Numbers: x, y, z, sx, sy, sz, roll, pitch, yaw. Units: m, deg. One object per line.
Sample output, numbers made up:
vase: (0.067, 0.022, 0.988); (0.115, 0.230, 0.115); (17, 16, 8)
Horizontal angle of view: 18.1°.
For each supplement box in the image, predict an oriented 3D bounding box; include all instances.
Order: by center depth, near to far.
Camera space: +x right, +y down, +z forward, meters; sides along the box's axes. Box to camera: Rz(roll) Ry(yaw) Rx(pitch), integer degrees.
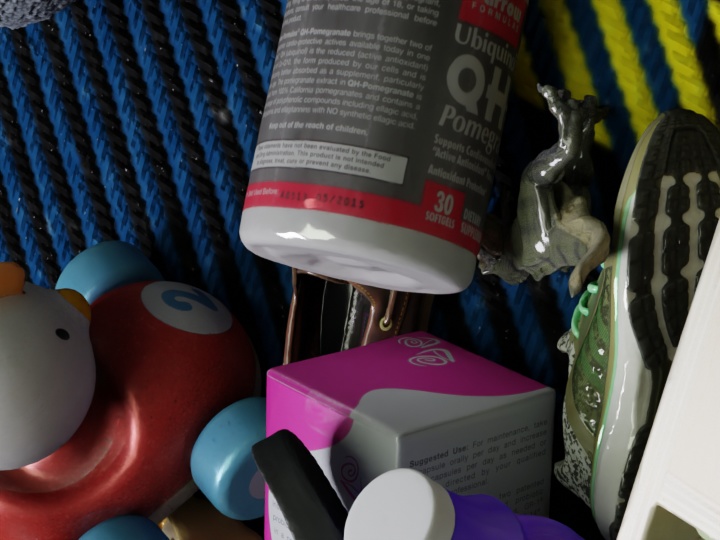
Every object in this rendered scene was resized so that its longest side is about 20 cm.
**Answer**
supplement box: (0.020, 0.144, 1.068); (0.101, 0.103, 0.202); (24, 120, 47)

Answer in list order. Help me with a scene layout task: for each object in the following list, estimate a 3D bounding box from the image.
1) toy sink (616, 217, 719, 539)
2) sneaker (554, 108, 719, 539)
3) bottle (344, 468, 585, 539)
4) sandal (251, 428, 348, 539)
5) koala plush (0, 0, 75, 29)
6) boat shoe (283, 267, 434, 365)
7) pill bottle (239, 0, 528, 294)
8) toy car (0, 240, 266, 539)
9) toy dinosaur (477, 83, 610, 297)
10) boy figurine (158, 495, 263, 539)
toy sink: (0.197, 0.062, 0.886); (0.112, 0.130, 0.201); (32, 116, 36)
sneaker: (0.116, 0.025, 1.005); (0.088, 0.076, 0.202); (21, 107, 52)
bottle: (0.070, 0.147, 0.972); (0.083, 0.200, 0.066); (-31, 45, 21)
sandal: (-0.002, 0.162, 0.961); (0.048, 0.075, 0.201); (-32, 64, 4)
koala plush: (-0.138, -0.202, 1.156); (0.199, 0.177, 0.185); (19, 120, 40)
boat shoe: (0.000, 0.000, 1.110); (0.070, 0.070, 0.202); (13, 103, 45)
pill bottle: (0.016, -0.097, 1.029); (0.110, 0.110, 0.202); (5, 81, 43)
toy car: (-0.155, 0.051, 1.145); (0.177, 0.200, 0.184); (-42, 51, -5)
toy dinosaur: (0.088, -0.034, 0.999); (0.200, 0.047, 0.089); (-167, 87, -83)
boy figurine: (-0.135, 0.150, 1.268); (0.199, 0.064, 0.125); (12, 101, 45)
